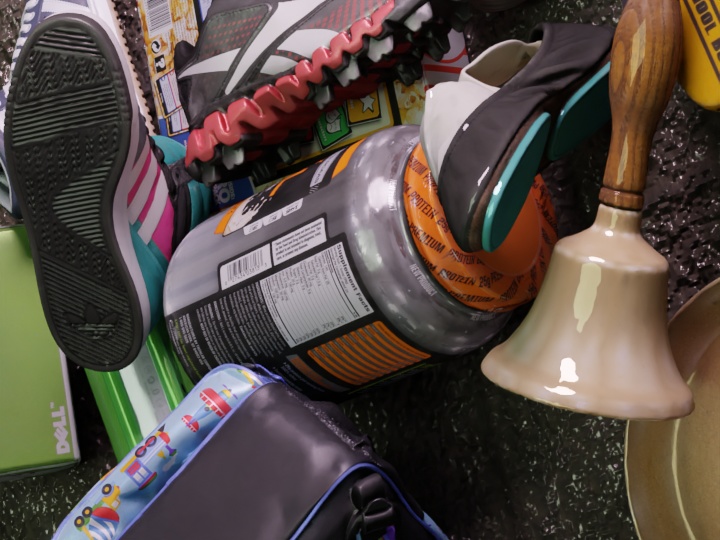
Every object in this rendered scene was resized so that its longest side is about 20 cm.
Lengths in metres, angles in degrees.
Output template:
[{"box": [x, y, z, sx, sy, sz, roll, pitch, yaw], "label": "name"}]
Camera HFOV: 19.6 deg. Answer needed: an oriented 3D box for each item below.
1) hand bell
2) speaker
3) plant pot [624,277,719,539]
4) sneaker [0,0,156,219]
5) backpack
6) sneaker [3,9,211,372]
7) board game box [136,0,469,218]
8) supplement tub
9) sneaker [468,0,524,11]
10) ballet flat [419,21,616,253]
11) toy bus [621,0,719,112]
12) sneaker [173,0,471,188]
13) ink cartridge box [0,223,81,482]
[{"box": [0.124, -0.041, 0.975, 0.104, 0.104, 0.202, 17, 103, 37], "label": "hand bell"}, {"box": [-0.113, 0.076, 1.219, 0.088, 0.088, 0.201, -34, 70, 35], "label": "speaker"}, {"box": [0.216, 0.094, 0.989, 0.199, 0.027, 0.202, 1, 91, 40], "label": "plant pot"}, {"box": [-0.195, -0.119, 1.250, 0.070, 0.108, 0.201, 106, 147, -60], "label": "sneaker"}, {"box": [-0.043, 0.168, 1.088, 0.183, 0.200, 0.134, -47, 55, -5], "label": "backpack"}, {"box": [-0.132, -0.060, 1.139, 0.083, 0.121, 0.202, 4, 118, 11], "label": "sneaker"}, {"box": [-0.034, -0.121, 1.175, 0.199, 0.046, 0.153, -17, 80, 38], "label": "board game box"}, {"box": [0.000, 0.000, 1.095, 0.199, 0.122, 0.124, -24, 76, 41], "label": "supplement tub"}, {"box": [0.033, -0.236, 1.058, 0.076, 0.114, 0.200, -29, 78, -11], "label": "sneaker"}, {"box": [0.069, -0.068, 1.000, 0.068, 0.200, 0.068, 23, 123, 16], "label": "ballet flat"}, {"box": [0.157, -0.172, 1.005, 0.078, 0.065, 0.202, -32, 71, 35], "label": "toy bus"}, {"box": [-0.029, -0.124, 1.094, 0.200, 0.071, 0.099, -30, 74, 37], "label": "sneaker"}, {"box": [-0.210, 0.047, 1.233, 0.200, 0.075, 0.149, 144, 117, -79], "label": "ink cartridge box"}]
